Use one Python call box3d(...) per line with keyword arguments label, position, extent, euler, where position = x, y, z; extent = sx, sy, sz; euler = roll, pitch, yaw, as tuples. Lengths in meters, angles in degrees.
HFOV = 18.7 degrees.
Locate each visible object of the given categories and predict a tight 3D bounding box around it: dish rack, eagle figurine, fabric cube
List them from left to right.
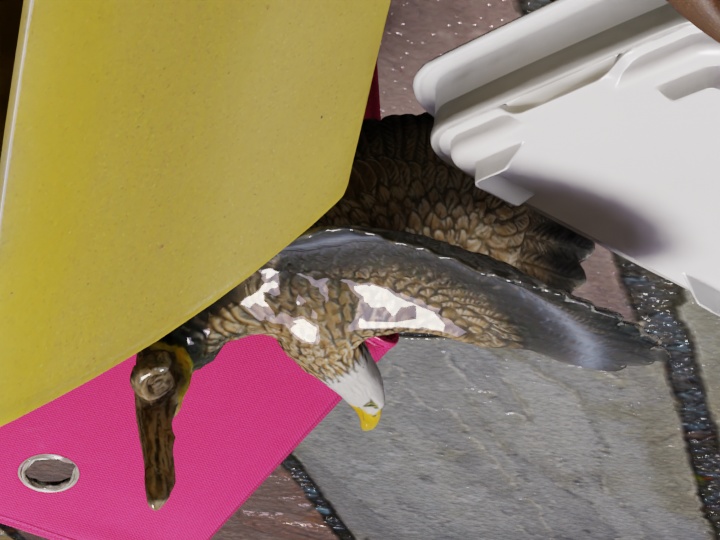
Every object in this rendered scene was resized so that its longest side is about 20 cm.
box3d(label="fabric cube", position=(-0.117, -0.010, 1.029), extent=(0.196, 0.201, 0.199), euler=(21, 134, -25))
box3d(label="eagle figurine", position=(0.002, 0.004, 0.855), extent=(0.199, 0.152, 0.151), euler=(-21, 159, 3))
box3d(label="dish rack", position=(0.133, -0.038, 0.791), extent=(0.200, 0.044, 0.171), euler=(26, 151, -33))

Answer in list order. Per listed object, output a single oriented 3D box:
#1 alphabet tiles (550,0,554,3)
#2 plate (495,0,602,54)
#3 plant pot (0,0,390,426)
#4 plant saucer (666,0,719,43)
box3d(label="alphabet tiles", position=(0.168, -0.091, 0.782), extent=(0.199, 0.008, 0.167), euler=(8, 156, 1))
box3d(label="plate", position=(0.145, -0.066, 0.807), extent=(0.199, 0.026, 0.200), euler=(6, 155, 3))
box3d(label="plant pot", position=(-0.099, -0.095, 0.738), extent=(0.176, 0.200, 0.201), euler=(-16, 131, -39))
box3d(label="plant saucer", position=(0.170, -0.113, 0.617), extent=(0.199, 0.035, 0.201), euler=(0, 142, 0))
